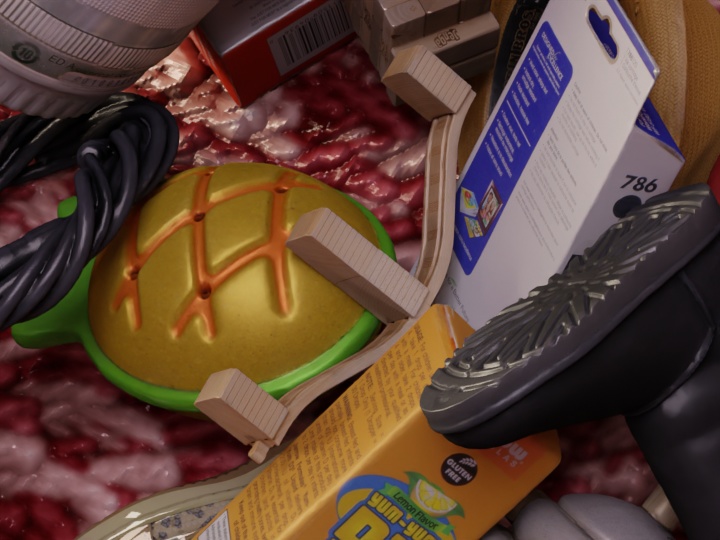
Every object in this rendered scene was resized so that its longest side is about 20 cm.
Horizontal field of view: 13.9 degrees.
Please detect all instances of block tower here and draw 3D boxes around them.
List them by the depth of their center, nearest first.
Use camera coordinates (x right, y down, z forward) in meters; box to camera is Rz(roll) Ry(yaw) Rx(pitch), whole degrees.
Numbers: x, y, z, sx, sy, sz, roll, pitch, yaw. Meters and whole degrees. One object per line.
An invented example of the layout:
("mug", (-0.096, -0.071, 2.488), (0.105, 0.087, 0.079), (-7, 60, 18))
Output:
("block tower", (0.000, -0.178, 1.384), (0.058, 0.054, 0.201), (-21, 65, -15))

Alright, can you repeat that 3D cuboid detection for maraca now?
("maraca", (-0.074, 0.005, 1.357), (0.199, 0.107, 0.137), (13, 51, 33))

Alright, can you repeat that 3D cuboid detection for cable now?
("cable", (-0.158, -0.032, 1.361), (0.163, 0.051, 0.200), (-19, 25, 37))

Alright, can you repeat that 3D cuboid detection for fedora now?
("fedora", (0.119, -0.072, 1.349), (0.081, 0.201, 0.202), (7, 62, -28))

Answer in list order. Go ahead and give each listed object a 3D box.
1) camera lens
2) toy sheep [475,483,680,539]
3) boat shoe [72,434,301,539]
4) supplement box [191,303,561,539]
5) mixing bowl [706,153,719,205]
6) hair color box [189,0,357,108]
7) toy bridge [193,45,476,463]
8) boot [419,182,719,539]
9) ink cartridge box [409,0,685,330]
("camera lens", (-0.112, -0.186, 1.327), (0.200, 0.160, 0.160), (-44, 61, 30))
("toy sheep", (0.077, 0.157, 1.253), (0.138, 0.138, 0.200), (39, 96, 22))
("boat shoe", (-0.061, 0.131, 1.315), (0.199, 0.073, 0.063), (-27, 63, -4))
("supplement box", (-0.010, 0.110, 1.240), (0.200, 0.066, 0.069), (-45, 22, 13))
("mixing bowl", (0.218, -0.006, 1.283), (0.108, 0.200, 0.201), (-33, 62, 27))
("hair color box", (-0.072, -0.190, 1.462), (0.101, 0.061, 0.200), (-31, 67, -5))
("toy bridge", (0.000, 0.000, 1.284), (0.067, 0.027, 0.201), (38, 65, -20))
("boot", (0.130, 0.091, 1.194), (0.165, 0.066, 0.201), (-36, 107, -27))
("ink cartridge box", (0.084, -0.034, 1.276), (0.039, 0.201, 0.100), (6, 39, -27))
